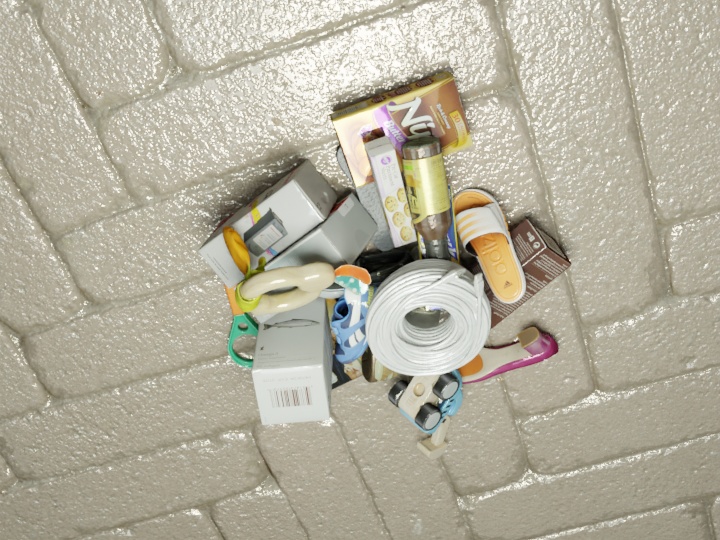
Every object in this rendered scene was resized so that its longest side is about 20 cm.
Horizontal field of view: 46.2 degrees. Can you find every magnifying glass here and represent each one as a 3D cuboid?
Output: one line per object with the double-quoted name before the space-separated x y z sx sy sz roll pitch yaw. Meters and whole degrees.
"magnifying glass" -0.215 0.094 1.533 0.079 0.022 0.200 -8 119 4

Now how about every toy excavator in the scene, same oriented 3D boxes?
"toy excavator" 0.140 0.264 1.587 0.200 0.100 0.195 22 100 -51

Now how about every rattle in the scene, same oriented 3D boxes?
"rattle" -0.093 -0.015 1.263 0.200 0.143 0.130 -21 141 11

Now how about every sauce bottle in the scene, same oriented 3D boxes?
"sauce bottle" 0.107 -0.102 1.303 0.065 0.065 0.201 -9 108 5

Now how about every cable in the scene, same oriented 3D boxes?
"cable" 0.106 0.076 1.332 0.199 0.069 0.200 -13 125 6

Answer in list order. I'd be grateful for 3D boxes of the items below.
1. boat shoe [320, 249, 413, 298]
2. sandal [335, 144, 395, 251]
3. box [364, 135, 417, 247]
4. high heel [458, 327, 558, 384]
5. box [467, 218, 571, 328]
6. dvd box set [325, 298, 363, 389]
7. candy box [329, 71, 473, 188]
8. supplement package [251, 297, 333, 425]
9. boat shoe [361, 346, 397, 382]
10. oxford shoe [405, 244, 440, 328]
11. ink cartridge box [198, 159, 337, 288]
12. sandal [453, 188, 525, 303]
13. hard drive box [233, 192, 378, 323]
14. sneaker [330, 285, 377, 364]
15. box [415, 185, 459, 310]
"boat shoe" 0.000 0.000 1.439 0.199 0.069 0.057 -7 130 19
"sandal" 0.023 -0.129 1.403 0.076 0.043 0.201 -21 109 3
"box" 0.049 -0.119 1.322 0.041 0.039 0.200 -19 137 -2
"high heel" 0.268 0.170 1.570 0.200 0.067 0.096 -35 137 20
"box" 0.248 0.013 1.445 0.200 0.075 0.100 -42 140 19
"dvd box set" -0.071 0.128 1.549 0.146 0.029 0.200 -26 117 14
"candy box" 0.064 -0.221 1.320 0.200 0.056 0.117 -21 114 0
"supplement package" -0.110 0.148 1.424 0.117 0.200 0.118 -6 121 2
"boat shoe" 0.047 0.102 1.514 0.076 0.072 0.201 -3 112 -23
"oxford shoe" 0.109 0.049 1.491 0.075 0.058 0.200 0 121 -2
"ink cartridge box" -0.147 -0.077 1.360 0.200 0.148 0.086 -35 103 17
"sandal" 0.208 -0.046 1.373 0.079 0.059 0.207 -31 72 22
"hard drive box" -0.086 -0.020 1.366 0.200 0.156 0.077 -32 101 29
"sneaker" -0.016 0.087 1.442 0.082 0.074 0.200 14 138 -12
"box" 0.126 -0.038 1.390 0.064 0.070 0.201 -5 95 1
